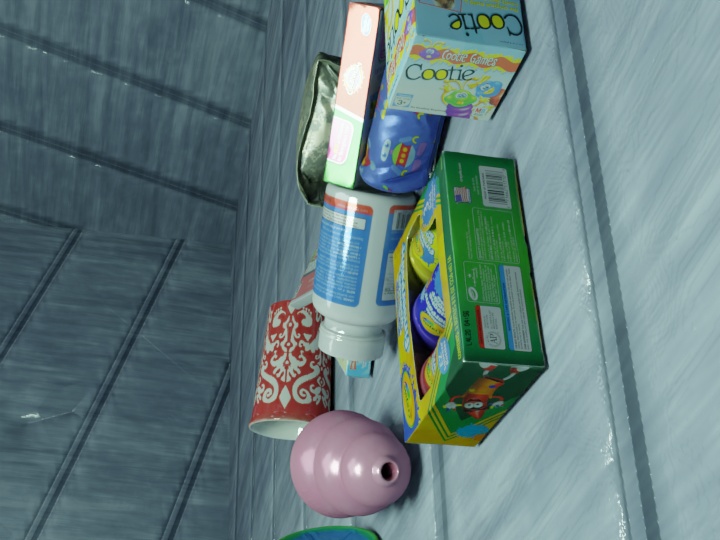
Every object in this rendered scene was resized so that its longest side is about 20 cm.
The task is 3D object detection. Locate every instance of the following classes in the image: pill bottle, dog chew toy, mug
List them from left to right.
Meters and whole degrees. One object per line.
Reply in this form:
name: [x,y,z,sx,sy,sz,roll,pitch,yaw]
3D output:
mug: [-0.112,0.168,1.565,0.178,0.131,0.203,127,150,-64]
dog chew toy: [-0.005,0.223,1.086,0.200,0.123,0.127,161,113,-68]
pill bottle: [0.000,0.000,1.147,0.112,0.110,0.203,-129,46,-72]

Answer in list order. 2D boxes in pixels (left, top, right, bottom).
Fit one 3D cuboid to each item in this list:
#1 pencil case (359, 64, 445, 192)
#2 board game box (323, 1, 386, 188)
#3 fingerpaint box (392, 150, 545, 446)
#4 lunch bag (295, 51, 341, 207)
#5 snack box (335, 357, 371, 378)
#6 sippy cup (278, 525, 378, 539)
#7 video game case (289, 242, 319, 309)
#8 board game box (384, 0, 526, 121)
pencil case: [0.059,-0.177,1.028,0.078,0.086,0.202,-59,-14,-57]
board game box: [0.020,-0.208,1.124,0.153,0.040,0.203,-28,-50,-63]
fingerpaint box: [0.085,0.028,0.836,0.167,0.072,0.203,114,157,-56]
lunch bag: [-0.033,-0.191,1.338,0.164,0.116,0.203,-100,23,-75]
snack box: [-0.002,0.034,1.313,0.116,0.036,0.203,-135,51,-76]
sippy cup: [-0.038,0.396,1.160,0.178,0.137,0.133,-17,-78,-77]
video game case: [-0.030,-0.047,1.309,0.202,0.017,0.143,-65,14,-19]
board game box: [0.081,-0.257,0.893,0.103,0.103,0.203,115,157,-59]
